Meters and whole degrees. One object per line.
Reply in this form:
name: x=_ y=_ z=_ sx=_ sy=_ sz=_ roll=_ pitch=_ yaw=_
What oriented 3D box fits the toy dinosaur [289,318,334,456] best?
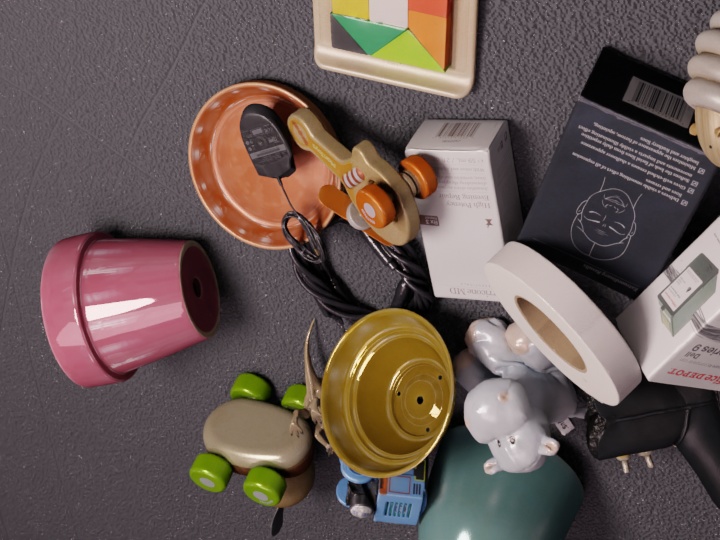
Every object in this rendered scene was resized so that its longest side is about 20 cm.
toy dinosaur: x=-0.057 y=0.172 z=1.653 sx=0.058 sy=0.101 sz=0.201 roll=-12 pitch=117 yaw=23

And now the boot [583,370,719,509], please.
boot: x=0.339 y=0.191 z=1.408 sx=0.167 sy=0.076 sz=0.202 roll=-12 pitch=99 yaw=5

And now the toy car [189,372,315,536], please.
toy car: x=-0.126 y=0.273 z=1.744 sx=0.156 sy=0.165 sz=0.201 roll=10 pitch=142 yaw=21

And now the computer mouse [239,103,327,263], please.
computer mouse: x=-0.082 y=-0.100 z=1.429 sx=0.058 sy=0.034 sz=0.201 roll=-9 pitch=114 yaw=31

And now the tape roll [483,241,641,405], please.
tape roll: x=0.209 y=0.056 z=1.301 sx=0.203 sy=0.037 sz=0.203 roll=47 pitch=173 yaw=7

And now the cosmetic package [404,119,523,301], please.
cosmetic package: x=0.121 y=-0.065 z=1.386 sx=0.101 sy=0.074 sz=0.201 roll=4 pitch=126 yaw=26

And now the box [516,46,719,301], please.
box: x=0.265 y=-0.093 z=1.261 sx=0.147 sy=0.107 sz=0.201 roll=25 pitch=133 yaw=7

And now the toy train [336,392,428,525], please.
toy train: x=0.032 y=0.225 z=1.590 sx=0.113 sy=0.201 sz=0.087 roll=7 pitch=139 yaw=-3

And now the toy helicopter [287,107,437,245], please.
toy helicopter: x=-0.009 y=-0.102 z=1.366 sx=0.200 sy=0.079 sz=0.133 roll=44 pitch=154 yaw=22

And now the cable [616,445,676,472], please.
cable: x=0.304 y=0.133 z=1.454 sx=0.097 sy=0.050 sz=0.201 roll=-30 pitch=102 yaw=7

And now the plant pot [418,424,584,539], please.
plant pot: x=0.163 y=0.320 z=1.584 sx=0.199 sy=0.162 sz=0.201 roll=20 pitch=145 yaw=14

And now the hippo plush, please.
hippo plush: x=0.175 y=0.170 z=1.484 sx=0.159 sy=0.161 sz=0.200 roll=-24 pitch=112 yaw=39

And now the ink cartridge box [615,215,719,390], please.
ink cartridge box: x=0.377 y=0.027 z=1.246 sx=0.145 sy=0.084 sz=0.200 roll=10 pitch=133 yaw=-36

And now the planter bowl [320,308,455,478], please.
planter bowl: x=0.053 y=0.153 z=1.517 sx=0.199 sy=0.202 sz=0.083 roll=-15 pitch=159 yaw=36

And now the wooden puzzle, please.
wooden puzzle: x=0.031 y=-0.280 z=1.284 sx=0.184 sy=0.037 sz=0.201 roll=15 pitch=131 yaw=17

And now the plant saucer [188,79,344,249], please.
plant saucer: x=-0.108 y=-0.124 z=1.462 sx=0.199 sy=0.032 sz=0.202 roll=9 pitch=114 yaw=20

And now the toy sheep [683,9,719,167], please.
toy sheep: x=0.363 y=-0.186 z=1.122 sx=0.137 sy=0.138 sz=0.201 roll=25 pitch=92 yaw=7

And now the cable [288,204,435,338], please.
cable: x=0.000 y=0.000 z=1.517 sx=0.162 sy=0.051 sz=0.201 roll=-7 pitch=121 yaw=32

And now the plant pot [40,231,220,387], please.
plant pot: x=-0.287 y=0.039 z=1.618 sx=0.177 sy=0.201 sz=0.201 roll=-11 pitch=122 yaw=16
